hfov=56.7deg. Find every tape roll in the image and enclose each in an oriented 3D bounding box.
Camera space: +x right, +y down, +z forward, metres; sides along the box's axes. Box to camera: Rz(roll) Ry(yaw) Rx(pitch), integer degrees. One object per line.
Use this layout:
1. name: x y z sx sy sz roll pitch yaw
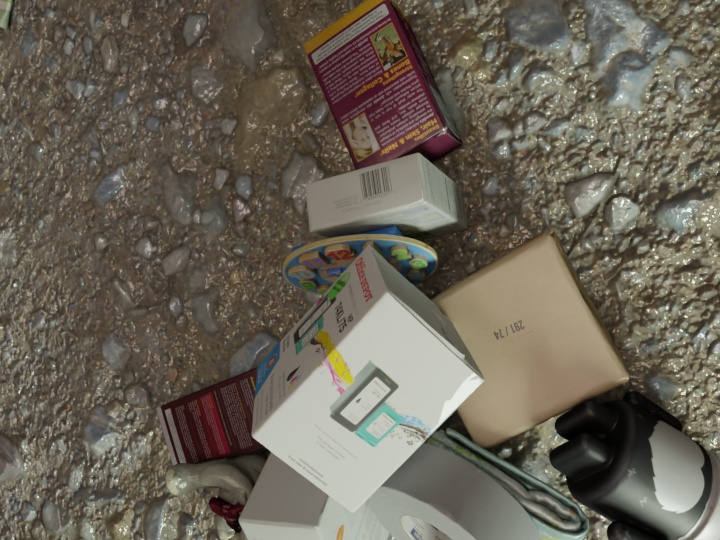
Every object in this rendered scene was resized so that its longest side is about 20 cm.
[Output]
1. tape roll: 0.104 0.290 0.768 0.198 0.202 0.066 31 59 19

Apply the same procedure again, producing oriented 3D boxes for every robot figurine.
1. robot figurine: 0.309 0.222 0.731 0.197 0.125 0.152 30 90 -5

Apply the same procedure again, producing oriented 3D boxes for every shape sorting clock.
1. shape sorting clock: 0.000 0.000 0.835 0.196 0.200 0.040 -12 64 21

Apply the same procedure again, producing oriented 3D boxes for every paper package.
1. paper package: 0.192 0.084 0.808 0.198 0.103 0.194 -31 79 18

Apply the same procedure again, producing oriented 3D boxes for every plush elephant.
1. plush elephant: -0.153 0.345 0.912 0.196 0.156 0.167 -20 124 6

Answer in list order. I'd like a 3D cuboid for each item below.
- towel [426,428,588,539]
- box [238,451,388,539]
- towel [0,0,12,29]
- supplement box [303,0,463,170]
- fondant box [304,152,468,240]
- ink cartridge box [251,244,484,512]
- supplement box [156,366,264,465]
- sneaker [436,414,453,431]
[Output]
1. towel: 0.161 0.280 0.802 0.198 0.173 0.048 30 59 20
2. box: -0.049 0.321 0.840 0.104 0.153 0.204 -4 121 22
3. towel: -0.666 -0.549 1.190 0.150 0.023 0.205 19 97 20
4. supplement box: 0.031 -0.229 0.869 0.129 0.103 0.204 -26 81 20
5. fondant box: 0.039 -0.076 0.814 0.141 0.199 0.060 -12 80 21
6. ink cartridge box: 0.002 0.110 0.716 0.146 0.147 0.200 40 100 -18
7. supplement box: -0.198 0.220 0.989 0.197 0.061 0.111 -22 83 22
8. sneaker: 0.030 0.144 0.859 0.085 0.075 0.199 -52 48 -1
